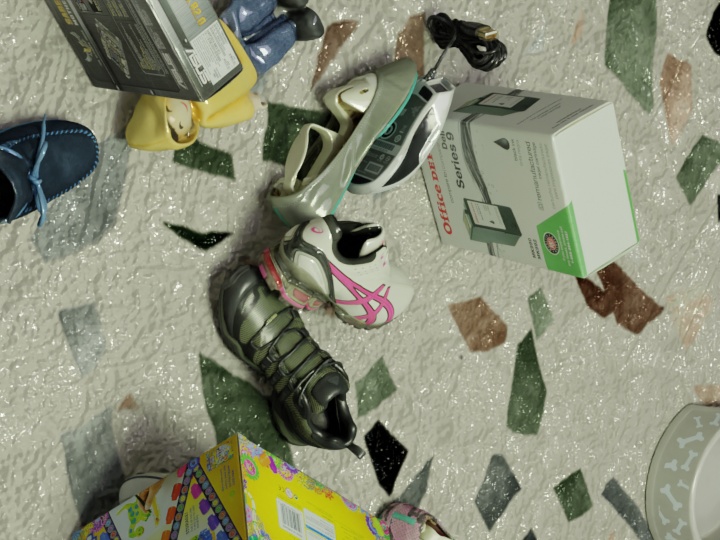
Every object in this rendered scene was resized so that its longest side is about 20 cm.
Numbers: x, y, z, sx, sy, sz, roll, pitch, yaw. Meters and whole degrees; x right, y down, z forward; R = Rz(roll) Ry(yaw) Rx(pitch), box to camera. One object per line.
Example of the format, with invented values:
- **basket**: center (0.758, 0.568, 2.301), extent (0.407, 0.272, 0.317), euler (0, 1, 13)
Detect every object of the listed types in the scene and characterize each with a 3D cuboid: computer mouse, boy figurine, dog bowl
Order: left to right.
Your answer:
- **boy figurine**: center (-0.122, -0.173, 1.388), extent (0.200, 0.064, 0.125), euler (-45, 127, -30)
- **computer mouse**: center (0.054, -0.146, 1.537), extent (0.044, 0.110, 0.200), euler (41, 81, -40)
- **dog bowl**: center (0.420, 0.252, 1.956), extent (0.199, 0.059, 0.201), euler (-8, 103, -41)

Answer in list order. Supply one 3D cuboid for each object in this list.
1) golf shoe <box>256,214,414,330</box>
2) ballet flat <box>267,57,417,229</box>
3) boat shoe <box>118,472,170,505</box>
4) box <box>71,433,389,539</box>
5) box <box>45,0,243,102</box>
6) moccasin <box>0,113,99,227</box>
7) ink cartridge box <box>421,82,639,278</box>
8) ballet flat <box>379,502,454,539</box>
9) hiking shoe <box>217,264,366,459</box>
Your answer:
- **golf shoe**: center (0.000, 0.000, 1.487), extent (0.092, 0.073, 0.200), euler (-37, 154, 22)
- **ballet flat**: center (-0.016, -0.125, 1.490), extent (0.064, 0.067, 0.200), euler (41, 70, -29)
- **boat shoe**: center (-0.123, 0.198, 1.461), extent (0.199, 0.071, 0.070), euler (19, 53, -32)
- **box**: center (-0.103, 0.263, 1.384), extent (0.200, 0.192, 0.122), euler (36, 32, -39)
- **box**: center (-0.189, -0.225, 1.253), extent (0.048, 0.158, 0.201), euler (-43, 123, -25)
- **moccasin**: center (-0.276, -0.058, 1.267), extent (0.200, 0.068, 0.081), euler (-31, 117, -34)
- **ink cartridge box**: center (0.150, -0.087, 1.556), extent (0.084, 0.200, 0.147), euler (-31, 117, -30)
- **ballet flat**: center (0.089, 0.302, 1.660), extent (0.069, 0.071, 0.200), euler (-55, 129, -21)
- **hiking shoe**: center (-0.052, 0.078, 1.471), extent (0.076, 0.100, 0.201), euler (-45, 124, -27)
